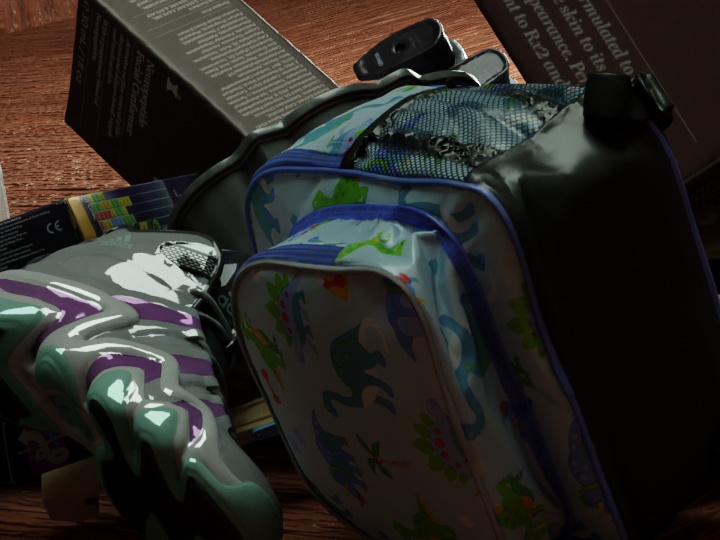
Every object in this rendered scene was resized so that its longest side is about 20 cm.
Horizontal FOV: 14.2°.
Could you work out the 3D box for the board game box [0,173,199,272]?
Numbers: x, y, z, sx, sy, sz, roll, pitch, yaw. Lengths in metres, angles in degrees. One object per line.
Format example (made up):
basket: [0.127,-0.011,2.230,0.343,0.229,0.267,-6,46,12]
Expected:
board game box: [-0.187,0.012,1.424,0.199,0.057,0.165,-19,1,19]

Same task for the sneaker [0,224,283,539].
sneaker: [-0.067,0.035,1.231,0.140,0.078,0.200,-32,51,-29]

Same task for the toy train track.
toy train track: [-0.042,0.075,1.275,0.199,0.033,0.115,-20,27,3]

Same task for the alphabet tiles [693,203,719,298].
alphabet tiles: [0.100,0.039,1.249,0.199,0.008,0.167,-19,33,19]

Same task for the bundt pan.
bundt pan: [0.000,0.000,1.360,0.201,0.076,0.202,-23,-29,-14]

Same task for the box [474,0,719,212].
box: [0.161,-0.130,1.349,0.164,0.166,0.200,-33,-8,13]

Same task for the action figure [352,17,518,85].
action figure: [0.076,-0.063,1.632,0.069,0.200,0.130,-39,49,1]

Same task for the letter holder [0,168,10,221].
letter holder: [-0.300,-0.018,1.739,0.100,0.143,0.200,-4,12,22]

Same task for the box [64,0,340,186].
box: [-0.065,-0.067,1.497,0.075,0.100,0.200,-28,55,-35]

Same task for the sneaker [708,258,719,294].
sneaker: [0.193,0.030,1.337,0.200,0.076,0.115,-12,-6,-2]

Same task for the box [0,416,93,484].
box: [-0.137,0.060,1.483,0.200,0.036,0.143,-16,13,-39]

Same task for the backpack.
backpack: [0.036,0.020,1.136,0.147,0.184,0.200,-32,22,-24]
